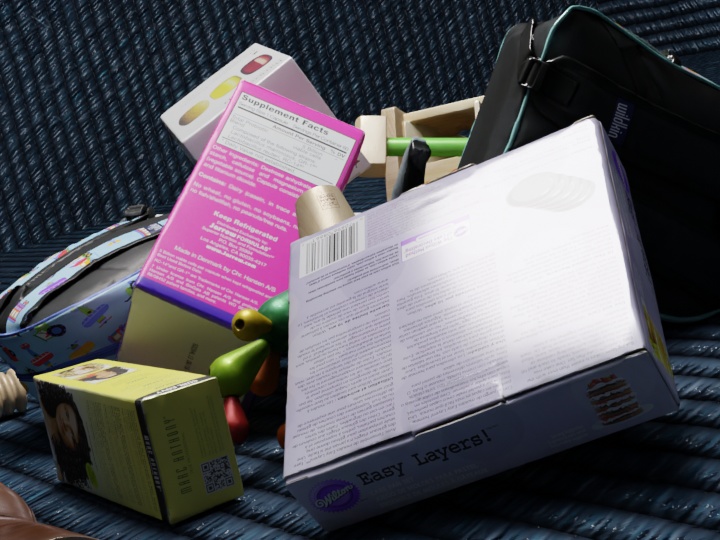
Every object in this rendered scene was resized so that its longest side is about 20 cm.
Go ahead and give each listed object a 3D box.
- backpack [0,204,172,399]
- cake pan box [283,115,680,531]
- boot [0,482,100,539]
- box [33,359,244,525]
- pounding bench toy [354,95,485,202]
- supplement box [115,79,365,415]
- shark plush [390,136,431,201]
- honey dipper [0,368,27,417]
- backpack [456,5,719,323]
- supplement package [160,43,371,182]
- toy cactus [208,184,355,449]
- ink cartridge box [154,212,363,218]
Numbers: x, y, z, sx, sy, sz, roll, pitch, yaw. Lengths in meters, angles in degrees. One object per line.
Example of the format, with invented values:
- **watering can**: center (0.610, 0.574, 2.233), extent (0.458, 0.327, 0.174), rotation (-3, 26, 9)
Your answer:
- **backpack**: center (-0.180, 0.038, 1.206), extent (0.200, 0.135, 0.182), rotation (-31, 15, -32)
- **cake pan box**: center (0.050, 0.025, 0.807), extent (0.200, 0.052, 0.184), rotation (-23, 36, 15)
- **boot**: center (-0.227, 0.158, 0.775), extent (0.186, 0.064, 0.200), rotation (-21, 15, -25)
- **box**: center (-0.139, 0.098, 0.951), extent (0.050, 0.075, 0.200), rotation (-17, 7, -28)
- **pounding bench toy**: center (0.101, -0.089, 1.347), extent (0.156, 0.125, 0.200), rotation (-11, -17, 25)
- **supplement box**: center (-0.081, -0.018, 1.094), extent (0.101, 0.103, 0.200), rotation (114, 180, -53)
- **shark plush**: center (0.000, 0.000, 1.049), extent (0.091, 0.200, 0.083), rotation (-30, 60, -31)
- **honey dipper**: center (-0.239, 0.088, 1.343), extent (0.200, 0.038, 0.038), rotation (-15, 7, -28)
- **backpack**: center (0.165, -0.058, 1.039), extent (0.200, 0.176, 0.153), rotation (21, -8, -12)
- **supplement package**: center (-0.083, -0.108, 1.305), extent (0.114, 0.110, 0.200), rotation (-38, 16, -3)
- **toy cactus**: center (-0.006, 0.020, 0.954), extent (0.200, 0.165, 0.102), rotation (-17, -27, -6)
- **ink cartridge box**: center (-0.085, -0.032, 1.415), extent (0.199, 0.044, 0.174), rotation (-1, 17, -10)
